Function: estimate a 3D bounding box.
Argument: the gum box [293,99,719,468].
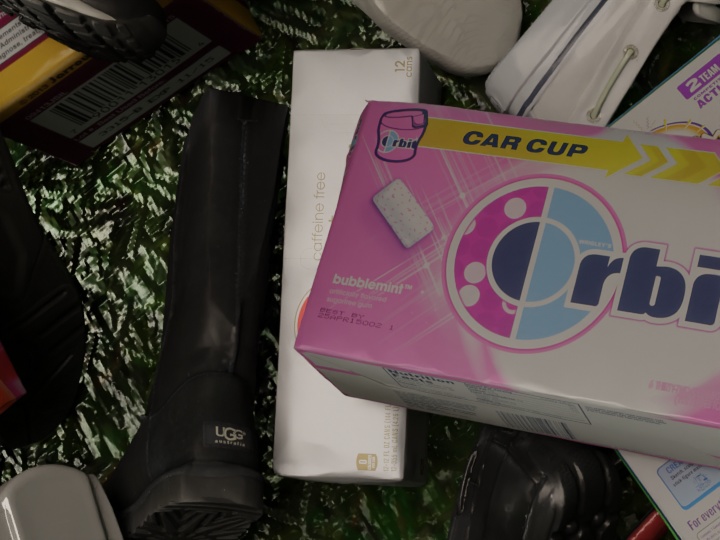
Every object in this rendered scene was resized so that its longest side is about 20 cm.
[{"bbox_3d":[0.076,0.004,0.653,0.199,0.066,0.114,9,71,23],"label":"gum box"}]

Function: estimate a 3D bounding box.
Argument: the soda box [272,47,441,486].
[{"bbox_3d":[0.000,0.000,0.761,0.063,0.068,0.202,0,81,12],"label":"soda box"}]

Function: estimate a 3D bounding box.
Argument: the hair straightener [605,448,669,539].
[{"bbox_3d":[0.154,0.043,0.715,0.200,0.041,0.077,-47,70,8],"label":"hair straightener"}]

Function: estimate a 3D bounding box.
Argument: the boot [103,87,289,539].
[{"bbox_3d":[-0.084,0.033,0.782,0.165,0.065,0.201,-36,49,55],"label":"boot"}]

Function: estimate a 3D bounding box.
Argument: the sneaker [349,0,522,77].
[{"bbox_3d":[-0.005,-0.169,0.795,0.200,0.088,0.075,42,75,-4],"label":"sneaker"}]

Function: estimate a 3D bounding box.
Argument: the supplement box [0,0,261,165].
[{"bbox_3d":[-0.162,-0.178,0.834,0.130,0.103,0.201,-31,73,14],"label":"supplement box"}]

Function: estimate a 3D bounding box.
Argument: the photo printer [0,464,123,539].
[{"bbox_3d":[-0.169,0.198,0.758,0.200,0.069,0.167,-34,71,46],"label":"photo printer"}]

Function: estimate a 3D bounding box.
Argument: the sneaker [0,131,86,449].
[{"bbox_3d":[-0.207,-0.006,0.812,0.076,0.200,0.114,-37,38,-28],"label":"sneaker"}]

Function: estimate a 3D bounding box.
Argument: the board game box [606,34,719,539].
[{"bbox_3d":[0.157,0.015,0.687,0.153,0.040,0.200,-38,55,8],"label":"board game box"}]

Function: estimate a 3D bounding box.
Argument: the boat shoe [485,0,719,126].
[{"bbox_3d":[0.144,-0.139,0.742,0.067,0.074,0.200,40,106,6],"label":"boat shoe"}]

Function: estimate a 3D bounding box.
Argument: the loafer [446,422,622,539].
[{"bbox_3d":[0.058,0.157,0.707,0.070,0.068,0.202,32,116,44],"label":"loafer"}]

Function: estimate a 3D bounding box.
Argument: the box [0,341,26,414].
[{"bbox_3d":[-0.267,0.034,0.759,0.199,0.095,0.100,4,125,41],"label":"box"}]

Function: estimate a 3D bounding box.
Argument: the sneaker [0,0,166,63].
[{"bbox_3d":[-0.161,-0.170,0.741,0.199,0.076,0.088,29,86,21],"label":"sneaker"}]
